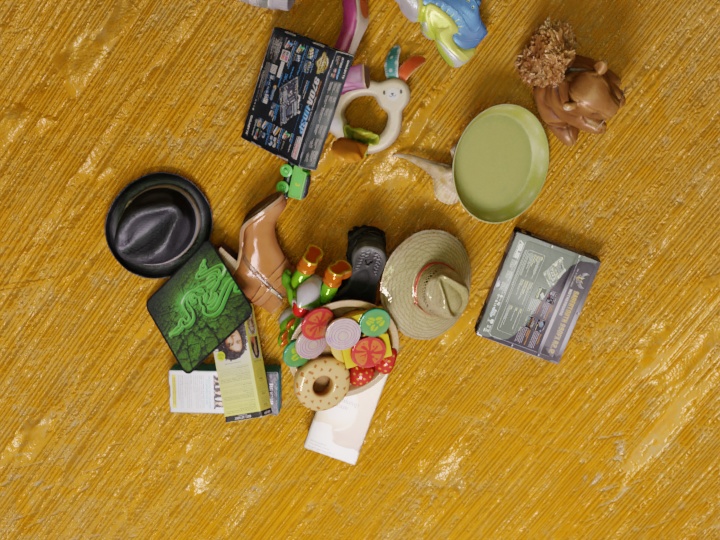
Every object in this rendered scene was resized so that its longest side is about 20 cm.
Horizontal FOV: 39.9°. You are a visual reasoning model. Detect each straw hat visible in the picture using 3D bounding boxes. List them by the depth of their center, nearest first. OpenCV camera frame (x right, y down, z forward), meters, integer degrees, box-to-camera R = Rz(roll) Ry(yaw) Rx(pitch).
[{"bbox_3d":[0.138,0.036,1.678,0.201,0.085,0.202,-9,109,-28],"label":"straw hat"}]

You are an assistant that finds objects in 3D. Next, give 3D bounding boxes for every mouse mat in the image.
[{"bbox_3d":[-0.286,0.066,1.736,0.200,0.008,0.161,-42,73,26],"label":"mouse mat"}]

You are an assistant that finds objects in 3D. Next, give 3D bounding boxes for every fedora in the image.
[{"bbox_3d":[-0.359,-0.072,1.725,0.200,0.092,0.201,1,103,3],"label":"fedora"}]

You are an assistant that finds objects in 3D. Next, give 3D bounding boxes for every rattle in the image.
[{"bbox_3d":[0.025,-0.280,1.639,0.200,0.143,0.130,-43,78,17],"label":"rattle"}]

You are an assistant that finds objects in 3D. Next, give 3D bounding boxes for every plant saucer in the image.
[{"bbox_3d":[0.229,-0.179,1.660,0.200,0.031,0.200,-8,107,-28],"label":"plant saucer"}]

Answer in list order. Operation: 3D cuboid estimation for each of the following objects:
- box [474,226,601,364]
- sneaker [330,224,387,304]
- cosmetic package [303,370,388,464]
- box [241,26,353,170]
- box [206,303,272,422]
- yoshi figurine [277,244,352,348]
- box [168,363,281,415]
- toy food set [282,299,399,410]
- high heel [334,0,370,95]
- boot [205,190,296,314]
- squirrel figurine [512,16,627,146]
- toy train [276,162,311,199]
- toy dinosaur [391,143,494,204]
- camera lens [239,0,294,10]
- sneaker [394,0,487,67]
[{"bbox_3d":[0.308,0.044,1.733,0.158,0.048,0.200,19,103,-1],"label":"box"},{"bbox_3d":[0.000,0.000,1.736,0.076,0.114,0.200,14,130,-4],"label":"sneaker"},{"bbox_3d":[-0.021,0.235,1.782,0.105,0.071,0.200,18,102,0],"label":"cosmetic package"},{"bbox_3d":[-0.108,-0.286,1.642,0.159,0.046,0.200,29,107,38],"label":"box"},{"bbox_3d":[-0.212,0.161,1.737,0.075,0.050,0.200,-13,87,19],"label":"box"},{"bbox_3d":[-0.085,0.052,1.703,0.112,0.112,0.200,4,128,-30],"label":"yoshi figurine"},{"bbox_3d":[-0.244,0.214,1.802,0.199,0.049,0.082,1,102,3],"label":"box"},{"bbox_3d":[-0.030,0.136,1.668,0.200,0.049,0.198,-16,120,-6],"label":"toy food set"},{"bbox_3d":[-0.036,-0.391,1.651,0.096,0.067,0.201,-3,92,19],"label":"high heel"},{"bbox_3d":[-0.154,-0.030,1.734,0.155,0.074,0.200,40,113,-13],"label":"boot"},{"bbox_3d":[0.333,-0.301,1.586,0.200,0.187,0.142,43,101,-6],"label":"squirrel figurine"},{"bbox_3d":[-0.097,-0.217,1.701,0.056,0.042,0.200,17,103,11],"label":"toy train"},{"bbox_3d":[0.156,-0.166,1.693,0.200,0.058,0.101,36,103,-4],"label":"toy dinosaur"},{"bbox_3d":[-0.190,-0.516,1.585,0.200,0.160,0.160,18,103,0],"label":"camera lens"},{"bbox_3d":[0.133,-0.439,1.636,0.105,0.076,0.200,-41,104,-2],"label":"sneaker"}]
